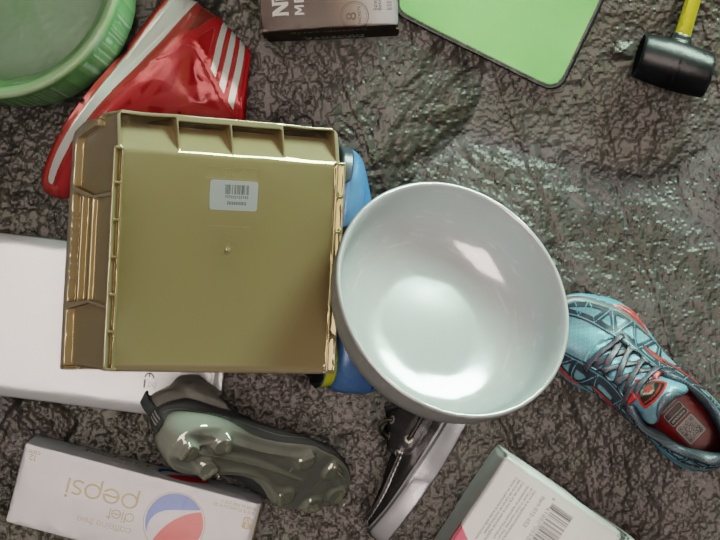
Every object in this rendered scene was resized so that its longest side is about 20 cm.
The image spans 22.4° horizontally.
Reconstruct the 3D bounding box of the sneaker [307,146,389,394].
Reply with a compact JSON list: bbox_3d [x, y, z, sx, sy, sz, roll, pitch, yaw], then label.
[{"bbox_3d":[0.000,0.000,1.495,0.078,0.066,0.202,1,91,-18],"label":"sneaker"}]

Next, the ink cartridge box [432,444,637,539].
[{"bbox_3d":[0.157,0.261,1.492,0.199,0.084,0.145,35,90,-2],"label":"ink cartridge box"}]

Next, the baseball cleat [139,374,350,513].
[{"bbox_3d":[-0.091,0.132,1.469,0.070,0.107,0.199,-49,137,14],"label":"baseball cleat"}]

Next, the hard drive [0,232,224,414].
[{"bbox_3d":[-0.208,0.047,1.503,0.198,0.027,0.133,7,92,-3],"label":"hard drive"}]

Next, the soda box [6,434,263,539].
[{"bbox_3d":[-0.182,0.193,1.489,0.198,0.064,0.069,15,91,-3],"label":"soda box"}]

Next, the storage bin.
[{"bbox_3d":[-0.122,-0.017,1.429,0.199,0.094,0.200,3,91,-28],"label":"storage bin"}]

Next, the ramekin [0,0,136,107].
[{"bbox_3d":[-0.272,-0.225,1.441,0.198,0.098,0.202,-1,84,7],"label":"ramekin"}]

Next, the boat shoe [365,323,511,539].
[{"bbox_3d":[0.050,0.124,1.495,0.066,0.070,0.201,31,90,5],"label":"boat shoe"}]

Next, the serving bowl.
[{"bbox_3d":[0.062,0.033,1.439,0.198,0.066,0.202,10,62,-19],"label":"serving bowl"}]

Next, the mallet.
[{"bbox_3d":[0.290,-0.240,1.508,0.065,0.041,0.201,24,87,-1],"label":"mallet"}]

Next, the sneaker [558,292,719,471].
[{"bbox_3d":[0.233,0.088,1.484,0.199,0.096,0.080,37,90,-3],"label":"sneaker"}]

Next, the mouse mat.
[{"bbox_3d":[0.137,-0.271,1.515,0.160,0.008,0.201,26,92,-2],"label":"mouse mat"}]

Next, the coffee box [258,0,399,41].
[{"bbox_3d":[-0.030,-0.290,1.471,0.113,0.080,0.202,-2,91,1],"label":"coffee box"}]

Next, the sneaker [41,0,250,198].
[{"bbox_3d":[-0.162,-0.119,1.475,0.115,0.078,0.201,37,91,-1],"label":"sneaker"}]
